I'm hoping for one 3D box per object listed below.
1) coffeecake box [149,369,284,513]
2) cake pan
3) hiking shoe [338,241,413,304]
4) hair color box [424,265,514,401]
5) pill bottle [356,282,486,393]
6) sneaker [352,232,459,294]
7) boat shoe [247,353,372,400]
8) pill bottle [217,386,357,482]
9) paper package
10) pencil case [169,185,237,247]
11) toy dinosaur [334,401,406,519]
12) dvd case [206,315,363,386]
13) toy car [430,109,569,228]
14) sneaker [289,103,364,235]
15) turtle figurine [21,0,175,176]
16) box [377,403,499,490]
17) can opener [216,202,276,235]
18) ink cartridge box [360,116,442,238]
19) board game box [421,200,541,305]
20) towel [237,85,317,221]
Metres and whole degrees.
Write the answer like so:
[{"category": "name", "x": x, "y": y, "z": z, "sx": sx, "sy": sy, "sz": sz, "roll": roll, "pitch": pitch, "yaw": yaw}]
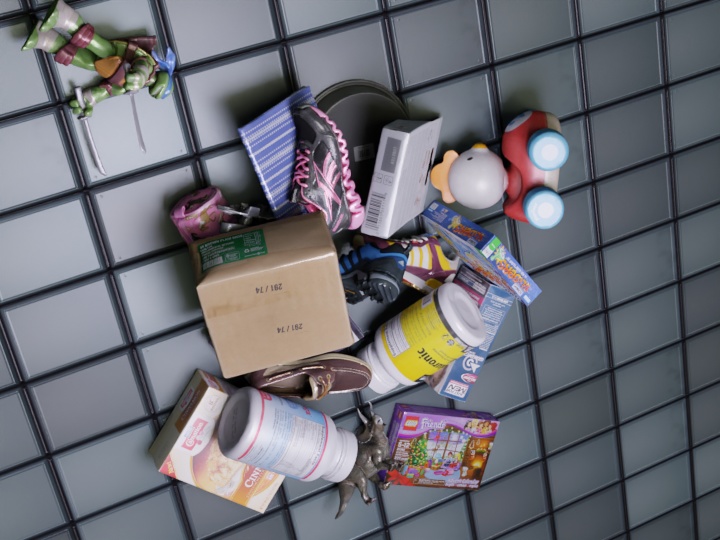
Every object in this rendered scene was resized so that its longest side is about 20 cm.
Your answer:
[{"category": "coffeecake box", "x": -0.204, "y": 0.270, "z": 1.693, "sx": 0.199, "sy": 0.073, "sz": 0.154, "roll": 29, "pitch": 94, "yaw": -29}, {"category": "cake pan", "x": -0.003, "y": -0.187, "z": 1.643, "sx": 0.199, "sy": 0.037, "sz": 0.202, "roll": -9, "pitch": 112, "yaw": -22}, {"category": "hiking shoe", "x": 0.000, "y": 0.000, "z": 1.633, "sx": 0.074, "sy": 0.199, "sz": 0.087, "roll": 46, "pitch": 64, "yaw": -35}, {"category": "hair color box", "x": 0.170, "y": 0.104, "z": 1.790, "sx": 0.060, "sy": 0.100, "sz": 0.201, "roll": 20, "pitch": 99, "yaw": -30}, {"category": "pill bottle", "x": 0.092, "y": 0.114, "z": 1.719, "sx": 0.200, "sy": 0.112, "sz": 0.111, "roll": -35, "pitch": 124, "yaw": 26}, {"category": "sneaker", "x": 0.073, "y": -0.030, "z": 1.721, "sx": 0.199, "sy": 0.075, "sz": 0.091, "roll": 31, "pitch": 85, "yaw": -36}, {"category": "boat shoe", "x": -0.075, "y": 0.175, "z": 1.669, "sx": 0.198, "sy": 0.072, "sz": 0.073, "roll": 5, "pitch": 125, "yaw": -16}, {"category": "pill bottle", "x": -0.107, "y": 0.255, "z": 1.630, "sx": 0.199, "sy": 0.109, "sz": 0.109, "roll": 24, "pitch": 97, "yaw": -30}, {"category": "paper package", "x": -0.123, "y": 0.033, "z": 1.511, "sx": 0.199, "sy": 0.104, "sz": 0.192, "roll": -14, "pitch": 130, "yaw": -5}, {"category": "pencil case", "x": -0.204, "y": -0.026, "z": 1.583, "sx": 0.082, "sy": 0.087, "sz": 0.201, "roll": -21, "pitch": 117, "yaw": 7}, {"category": "toy dinosaur", "x": 0.008, "y": 0.327, "z": 1.813, "sx": 0.077, "sy": 0.102, "sz": 0.201, "roll": -2, "pitch": 127, "yaw": -60}, {"category": "dvd case", "x": -0.114, "y": 0.102, "z": 1.663, "sx": 0.199, "sy": 0.016, "sz": 0.149, "roll": -30, "pitch": 128, "yaw": 9}, {"category": "toy car", "x": 0.211, "y": -0.163, "z": 1.693, "sx": 0.198, "sy": 0.185, "sz": 0.178, "roll": 1, "pitch": 109, "yaw": 0}, {"category": "sneaker", "x": -0.064, "y": -0.135, "z": 1.525, "sx": 0.095, "sy": 0.079, "sz": 0.201, "roll": -29, "pitch": 114, "yaw": -24}, {"category": "turtle figurine", "x": -0.346, "y": -0.245, "z": 1.406, "sx": 0.193, "sy": 0.144, "sz": 0.201, "roll": 33, "pitch": 89, "yaw": -26}, {"category": "box", "x": 0.136, "y": 0.310, "z": 1.883, "sx": 0.199, "sy": 0.039, "sz": 0.138, "roll": 9, "pitch": 104, "yaw": -27}, {"category": "can opener", "x": -0.135, "y": -0.062, "z": 1.576, "sx": 0.199, "sy": 0.053, "sz": 0.067, "roll": 11, "pitch": 93, "yaw": -52}, {"category": "ink cartridge box", "x": 0.065, "y": -0.149, "z": 1.632, "sx": 0.057, "sy": 0.200, "sz": 0.164, "roll": 15, "pitch": 109, "yaw": 10}, {"category": "board game box", "x": 0.188, "y": -0.030, "z": 1.693, "sx": 0.034, "sy": 0.200, "sz": 0.135, "roll": -46, "pitch": 119, "yaw": -3}, {"category": "towel", "x": -0.091, "y": -0.147, "z": 1.556, "sx": 0.145, "sy": 0.024, "sz": 0.201, "roll": -40, "pitch": 121, "yaw": -33}]
